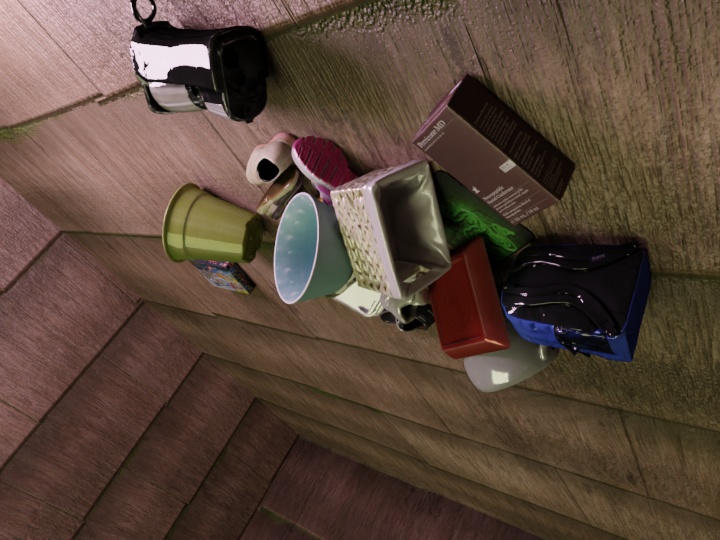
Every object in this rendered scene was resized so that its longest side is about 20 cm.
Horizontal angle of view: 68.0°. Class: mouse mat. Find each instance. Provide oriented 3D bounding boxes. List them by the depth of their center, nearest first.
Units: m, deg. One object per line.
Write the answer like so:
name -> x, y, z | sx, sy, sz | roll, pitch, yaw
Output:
mouse mat -> 0.185, -0.082, 0.939 | 0.199, 0.008, 0.161 | 33, 154, -4

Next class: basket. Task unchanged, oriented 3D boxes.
basket -> 0.051, -0.071, 0.900 | 0.123, 0.135, 0.201 | 9, 122, 50

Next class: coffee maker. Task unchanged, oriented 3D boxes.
coffee maker -> -0.260, -0.335, 0.841 | 0.199, 0.135, 0.193 | 13, 148, 31

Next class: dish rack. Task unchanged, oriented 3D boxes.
dish rack -> 0.000, 0.000, 1.115 | 0.171, 0.044, 0.201 | 30, 118, 1

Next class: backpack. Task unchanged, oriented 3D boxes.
backpack -> 0.333, 0.057, 0.842 | 0.199, 0.163, 0.168 | 8, 148, 38

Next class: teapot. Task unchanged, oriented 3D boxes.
teapot -> 0.278, 0.134, 1.044 | 0.199, 0.197, 0.147 | -30, 85, 19

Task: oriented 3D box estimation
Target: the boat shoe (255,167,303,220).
boat shoe -> -0.157, -0.156, 1.119 | 0.065, 0.074, 0.200 | 29, 159, -21

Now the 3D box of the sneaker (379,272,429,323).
sneaker -> 0.107, 0.018, 1.037 | 0.099, 0.077, 0.201 | 49, 139, 41

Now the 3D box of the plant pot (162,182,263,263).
plant pot -> -0.347, -0.098, 1.314 | 0.189, 0.201, 0.200 | 12, 150, 8

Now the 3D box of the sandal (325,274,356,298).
sandal -> -0.017, -0.007, 1.053 | 0.079, 0.057, 0.201 | 31, 120, -13

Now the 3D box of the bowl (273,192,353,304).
bowl -> -0.075, -0.035, 0.982 | 0.104, 0.202, 0.200 | 7, 165, -29

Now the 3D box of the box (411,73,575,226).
box -> 0.182, -0.160, 0.736 | 0.200, 0.075, 0.100 | 38, 153, -8

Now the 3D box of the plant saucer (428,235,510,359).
plant saucer -> 0.183, 0.060, 0.991 | 0.036, 0.201, 0.200 | -8, 169, -21

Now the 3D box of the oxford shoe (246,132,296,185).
oxford shoe -> -0.191, -0.205, 1.054 | 0.071, 0.074, 0.200 | 40, 152, -16

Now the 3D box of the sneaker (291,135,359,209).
sneaker -> -0.051, -0.158, 0.977 | 0.200, 0.082, 0.088 | 41, 150, -17

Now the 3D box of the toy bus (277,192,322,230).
toy bus -> -0.097, -0.108, 1.114 | 0.065, 0.079, 0.200 | 41, 152, -19

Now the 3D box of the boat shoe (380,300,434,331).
boat shoe -> 0.107, 0.111, 1.286 | 0.072, 0.068, 0.199 | 43, 153, -24

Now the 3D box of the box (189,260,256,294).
box -> -0.449, 0.009, 1.735 | 0.199, 0.038, 0.137 | 9, 145, 39
